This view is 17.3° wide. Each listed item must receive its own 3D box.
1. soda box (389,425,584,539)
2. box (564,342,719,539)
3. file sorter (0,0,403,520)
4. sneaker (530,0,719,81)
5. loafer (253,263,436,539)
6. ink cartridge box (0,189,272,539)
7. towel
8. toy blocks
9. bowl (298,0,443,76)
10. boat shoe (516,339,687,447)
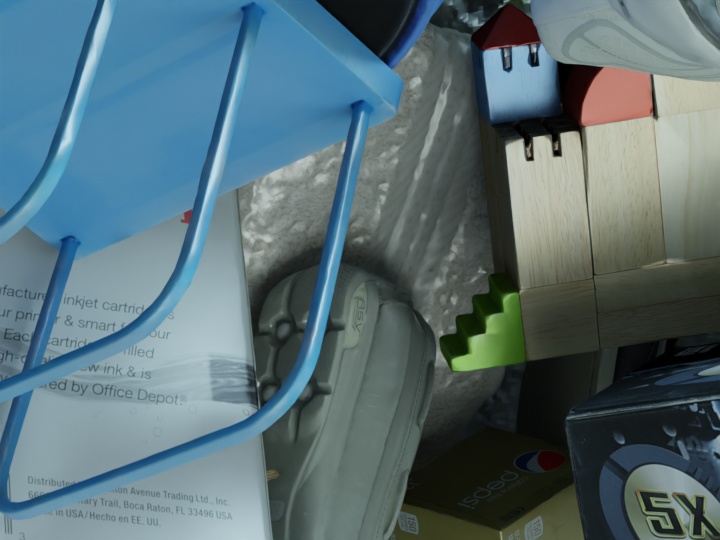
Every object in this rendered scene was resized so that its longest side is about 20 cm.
[{"bbox_3d":[0.062,0.166,0.887,0.068,0.064,0.200,-27,116,-41],"label":"soda box"},{"bbox_3d":[0.169,0.064,0.760,0.163,0.200,0.086,-9,91,18],"label":"box"},{"bbox_3d":[-0.112,-0.040,0.627,0.139,0.123,0.200,-22,133,37],"label":"file sorter"},{"bbox_3d":[0.137,-0.091,0.716,0.200,0.081,0.075,-5,83,-38],"label":"sneaker"},{"bbox_3d":[-0.016,0.098,0.809,0.070,0.070,0.200,29,73,-42],"label":"loafer"},{"bbox_3d":[-0.111,0.059,0.751,0.145,0.200,0.083,9,146,-26],"label":"ink cartridge box"},{"bbox_3d":[0.000,0.000,0.862,0.132,0.034,0.200,9,116,-26],"label":"towel"},{"bbox_3d":[0.117,-0.052,0.785,0.199,0.100,0.137,-9,106,-4],"label":"toy blocks"},{"bbox_3d":[-0.066,-0.110,0.657,0.200,0.039,0.201,8,143,6],"label":"bowl"},{"bbox_3d":[0.105,0.032,0.900,0.063,0.073,0.200,0,115,-18],"label":"boat shoe"}]
